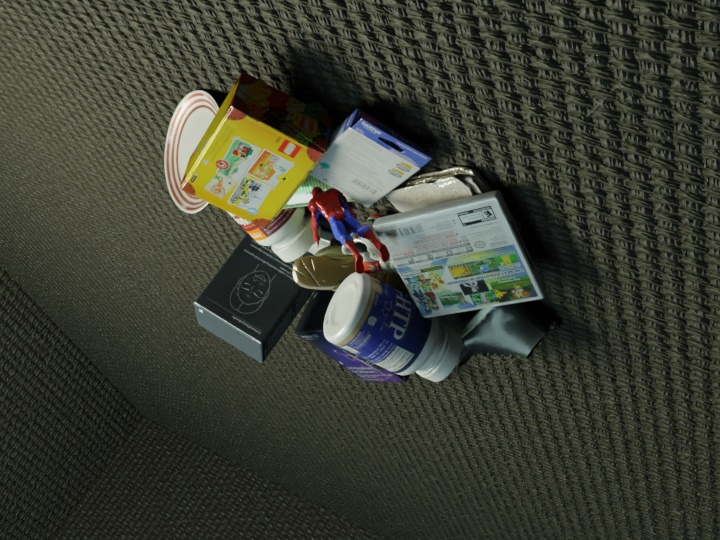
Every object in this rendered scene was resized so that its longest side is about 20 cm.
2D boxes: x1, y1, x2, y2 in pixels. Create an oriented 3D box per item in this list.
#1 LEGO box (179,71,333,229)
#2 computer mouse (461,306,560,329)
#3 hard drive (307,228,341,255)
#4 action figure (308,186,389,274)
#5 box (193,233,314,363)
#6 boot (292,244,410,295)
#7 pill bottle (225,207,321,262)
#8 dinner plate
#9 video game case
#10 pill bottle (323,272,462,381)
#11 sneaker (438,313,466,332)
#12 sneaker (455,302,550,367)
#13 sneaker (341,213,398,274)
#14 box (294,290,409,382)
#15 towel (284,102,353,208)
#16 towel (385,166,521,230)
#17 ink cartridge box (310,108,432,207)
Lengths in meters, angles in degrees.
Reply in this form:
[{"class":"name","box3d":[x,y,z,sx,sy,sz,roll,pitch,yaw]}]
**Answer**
[{"class":"LEGO box","box3d":[-0.154,-0.170,1.365,0.149,0.077,0.200,25,137,-19]},{"class":"computer mouse","box3d":[0.241,0.084,1.532,0.200,0.034,0.059,1,138,51]},{"class":"hard drive","box3d":[-0.114,-0.049,1.744,0.200,0.026,0.132,20,152,29]},{"class":"action figure","box3d":[-0.024,-0.053,1.411,0.200,0.065,0.099,54,162,42]},{"class":"box","box3d":[-0.188,0.042,1.731,0.148,0.200,0.107,31,155,10]},{"class":"boot","box3d":[0.000,0.000,1.575,0.199,0.072,0.155,8,-169,11]},{"class":"pill bottle","box3d":[-0.164,-0.113,1.591,0.200,0.110,0.109,47,153,-25]},{"class":"dinner plate","box3d":[-0.267,-0.194,1.531,0.024,0.201,0.200,0,180,-38]},{"class":"video game case","box3d":[0.141,-0.018,1.335,0.199,0.022,0.183,-12,123,31]},{"class":"pill bottle","box3d":[0.054,0.095,1.461,0.200,0.120,0.120,27,159,-21]},{"class":"sneaker","box3d":[0.157,0.091,1.629,0.074,0.082,0.200,-12,156,20]},{"class":"sneaker","box3d":[0.215,0.122,1.503,0.106,0.075,0.200,46,138,12]},{"class":"sneaker","box3d":[0.055,-0.013,1.440,0.200,0.093,0.070,32,146,36]},{"class":"box","box3d":[-0.001,0.123,1.794,0.200,0.105,0.148,36,157,-23]},{"class":"towel","box3d":[-0.098,-0.171,1.434,0.152,0.023,0.200,-5,141,15]},{"class":"towel","box3d":[0.129,-0.087,1.360,0.133,0.035,0.200,46,153,-23]},{"class":"ink cartridge box","box3d":[0.010,-0.162,1.332,0.119,0.042,0.200,28,156,-17]}]
